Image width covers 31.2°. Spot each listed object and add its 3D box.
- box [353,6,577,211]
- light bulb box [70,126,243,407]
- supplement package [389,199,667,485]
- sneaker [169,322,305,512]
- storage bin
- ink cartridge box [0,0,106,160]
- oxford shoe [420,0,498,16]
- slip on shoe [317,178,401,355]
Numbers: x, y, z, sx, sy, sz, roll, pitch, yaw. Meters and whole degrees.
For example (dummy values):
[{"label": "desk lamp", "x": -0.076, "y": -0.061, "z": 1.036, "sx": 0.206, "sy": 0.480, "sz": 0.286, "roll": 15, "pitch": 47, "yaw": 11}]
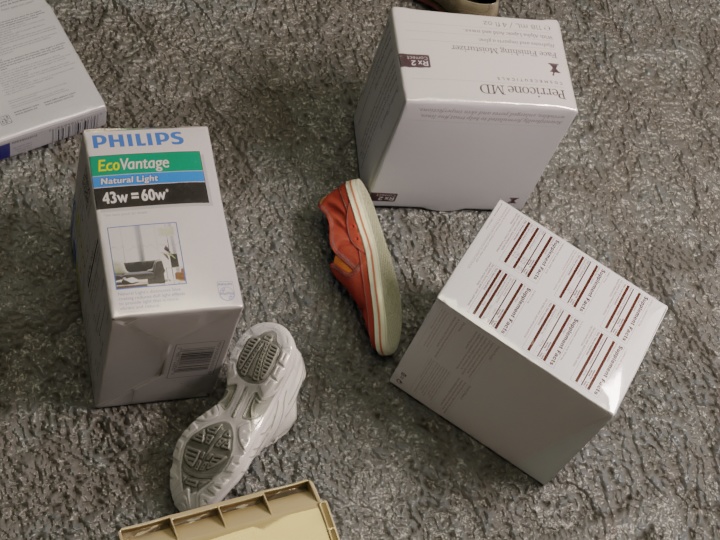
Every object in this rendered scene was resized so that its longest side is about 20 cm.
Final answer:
[{"label": "box", "x": 0.110, "y": -0.173, "z": 1.432, "sx": 0.196, "sy": 0.201, "sz": 0.132, "roll": 1, "pitch": 59, "yaw": -15}, {"label": "light bulb box", "x": -0.205, "y": -0.002, "z": 1.249, "sx": 0.123, "sy": 0.199, "sz": 0.202, "roll": -4, "pitch": 62, "yaw": -19}, {"label": "supplement package", "x": 0.166, "y": 0.076, "z": 1.307, "sx": 0.199, "sy": 0.192, "sz": 0.148, "roll": 33, "pitch": 58, "yaw": 5}, {"label": "sneaker", "x": -0.107, "y": 0.157, "z": 1.255, "sx": 0.077, "sy": 0.099, "sz": 0.201, "roll": 26, "pitch": 79, "yaw": 32}, {"label": "storage bin", "x": -0.106, "y": 0.314, "z": 1.154, "sx": 0.198, "sy": 0.094, "sz": 0.200, "roll": -11, "pitch": 63, "yaw": -20}, {"label": "ink cartridge box", "x": -0.408, "y": -0.213, "z": 1.410, "sx": 0.195, "sy": 0.043, "sz": 0.201, "roll": -22, "pitch": 66, "yaw": -24}, {"label": "oxford shoe", "x": 0.096, "y": -0.375, "z": 1.621, "sx": 0.199, "sy": 0.075, "sz": 0.071, "roll": 38, "pitch": 59, "yaw": 8}, {"label": "slip on shoe", "x": 0.000, "y": 0.000, "z": 1.389, "sx": 0.061, "sy": 0.074, "sz": 0.202, "roll": -21, "pitch": 70, "yaw": 13}]
